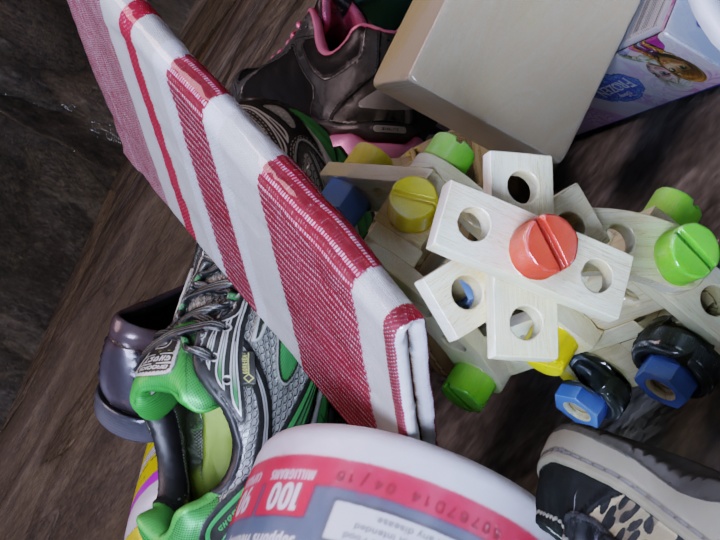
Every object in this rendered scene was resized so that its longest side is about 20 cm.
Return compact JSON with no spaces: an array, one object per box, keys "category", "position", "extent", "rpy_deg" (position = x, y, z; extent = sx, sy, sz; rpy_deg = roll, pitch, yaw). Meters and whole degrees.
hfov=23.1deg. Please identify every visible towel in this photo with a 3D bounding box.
[{"category":"towel","position":[-0.036,-0.021,0.615],"extent":[0.023,0.200,0.144],"rpy_deg":[-35,-26,-13]}]

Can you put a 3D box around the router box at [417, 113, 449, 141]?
[{"category":"router box","position":[0.031,-0.092,1.073],"extent":[0.200,0.052,0.158],"rpy_deg":[-52,17,38]}]

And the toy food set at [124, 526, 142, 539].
[{"category":"toy food set","position":[-0.076,0.190,0.773],"extent":[0.198,0.049,0.200],"rpy_deg":[-51,45,20]}]

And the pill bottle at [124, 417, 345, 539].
[{"category":"pill bottle","position":[-0.061,0.093,0.939],"extent":[0.104,0.104,0.200],"rpy_deg":[-55,15,28]}]

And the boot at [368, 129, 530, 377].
[{"category":"boot","position":[0.000,0.000,0.794],"extent":[0.155,0.073,0.200],"rpy_deg":[-15,27,15]}]

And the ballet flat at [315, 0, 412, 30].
[{"category":"ballet flat","position":[-0.001,-0.178,1.020],"extent":[0.069,0.071,0.200],"rpy_deg":[-27,-2,-3]}]

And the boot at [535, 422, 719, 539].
[{"category":"boot","position":[0.068,0.126,0.449],"extent":[0.154,0.073,0.204],"rpy_deg":[-65,14,-3]}]

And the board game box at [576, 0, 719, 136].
[{"category":"board game box","position":[0.146,-0.165,0.799],"extent":[0.200,0.041,0.200],"rpy_deg":[-65,13,-10]}]

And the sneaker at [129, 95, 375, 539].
[{"category":"sneaker","position":[-0.046,0.025,0.708],"extent":[0.078,0.085,0.201],"rpy_deg":[-13,71,43]}]

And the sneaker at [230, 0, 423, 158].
[{"category":"sneaker","position":[-0.018,-0.106,0.964],"extent":[0.200,0.079,0.096],"rpy_deg":[-156,64,-62]}]

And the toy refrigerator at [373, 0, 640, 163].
[{"category":"toy refrigerator","position":[0.086,-0.151,0.746],"extent":[0.201,0.076,0.070],"rpy_deg":[-64,13,-3]}]

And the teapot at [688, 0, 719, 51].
[{"category":"teapot","position":[0.179,-0.175,0.491],"extent":[0.197,0.146,0.200],"rpy_deg":[-37,-20,-31]}]

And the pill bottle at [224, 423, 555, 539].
[{"category":"pill bottle","position":[-0.012,0.163,0.576],"extent":[0.120,0.119,0.201],"rpy_deg":[-38,27,61]}]

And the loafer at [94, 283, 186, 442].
[{"category":"loafer","position":[-0.051,0.021,0.896],"extent":[0.200,0.072,0.063],"rpy_deg":[-28,-48,-41]}]

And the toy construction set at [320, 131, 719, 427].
[{"category":"toy construction set","position":[0.056,-0.002,0.601],"extent":[0.092,0.131,0.200],"rpy_deg":[-52,9,-7]}]
